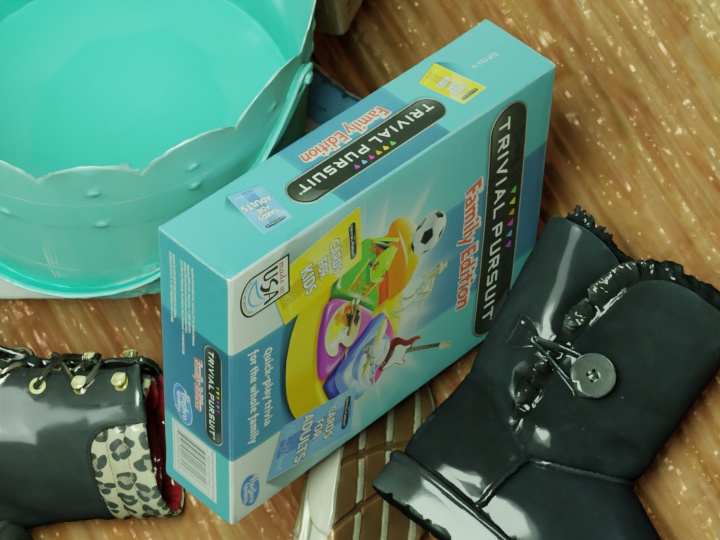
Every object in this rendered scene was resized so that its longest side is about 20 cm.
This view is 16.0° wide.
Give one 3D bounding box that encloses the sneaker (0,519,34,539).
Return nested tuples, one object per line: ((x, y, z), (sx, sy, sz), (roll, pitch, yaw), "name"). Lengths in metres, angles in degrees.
((-0.111, 0.203, 1.216), (0.104, 0.060, 0.201), (-21, 86, 22), "sneaker")

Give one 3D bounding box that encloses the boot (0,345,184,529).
((-0.176, 0.042, 1.247), (0.153, 0.074, 0.205), (-7, 110, 14), "boot")

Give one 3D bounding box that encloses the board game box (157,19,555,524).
((0.000, 0.000, 1.133), (0.047, 0.152, 0.200), (35, 53, 29), "board game box")

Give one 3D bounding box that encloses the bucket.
((-0.115, -0.094, 1.123), (0.206, 0.135, 0.208), (-1, 61, 2), "bucket")

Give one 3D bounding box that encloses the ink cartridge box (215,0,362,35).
((-0.069, -0.211, 1.262), (0.199, 0.075, 0.165), (12, 54, 21), "ink cartridge box")

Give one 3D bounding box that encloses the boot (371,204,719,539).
((0.127, 0.086, 1.159), (0.200, 0.076, 0.168), (36, 84, 13), "boot")

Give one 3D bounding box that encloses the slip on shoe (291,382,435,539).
((-0.012, 0.139, 1.204), (0.060, 0.076, 0.201), (-5, 74, 44), "slip on shoe")

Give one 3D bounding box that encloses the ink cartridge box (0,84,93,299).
((-0.204, -0.049, 1.278), (0.199, 0.117, 0.067), (0, 36, 18), "ink cartridge box")

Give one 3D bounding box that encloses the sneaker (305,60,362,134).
((-0.041, -0.065, 1.258), (0.200, 0.075, 0.087), (37, 98, 23), "sneaker")
